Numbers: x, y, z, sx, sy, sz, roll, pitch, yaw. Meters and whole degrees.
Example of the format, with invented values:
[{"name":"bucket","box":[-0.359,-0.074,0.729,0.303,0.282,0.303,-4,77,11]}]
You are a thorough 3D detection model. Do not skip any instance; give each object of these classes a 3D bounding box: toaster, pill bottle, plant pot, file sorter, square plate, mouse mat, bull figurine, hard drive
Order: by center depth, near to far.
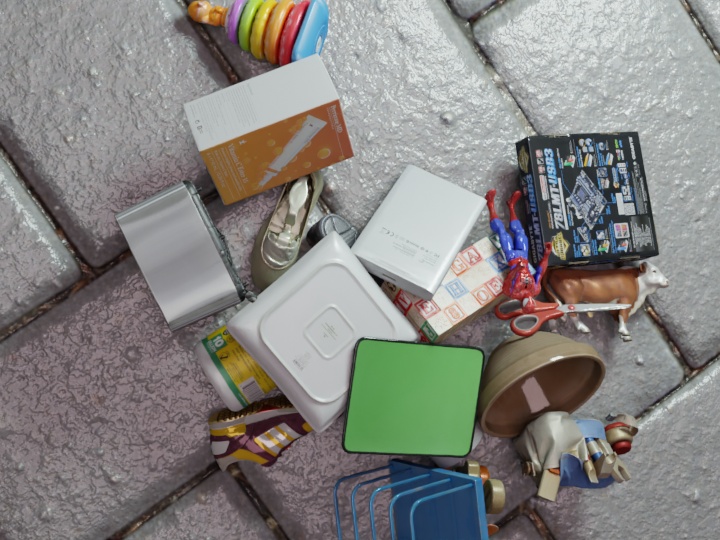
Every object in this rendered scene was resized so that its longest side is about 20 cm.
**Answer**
[{"name":"square plate","box":[-0.043,0.084,1.195,0.198,0.028,0.200,-42,101,-13]},{"name":"toaster","box":[-0.239,-0.016,1.202,0.119,0.200,0.181,-27,95,-13]},{"name":"mouse mat","box":[0.075,0.177,1.222,0.200,0.008,0.161,7,93,-22]},{"name":"file sorter","box":[0.067,0.356,1.234,0.123,0.200,0.139,-8,92,-34]},{"name":"pill bottle","box":[-0.123,0.100,1.256,0.200,0.113,0.113,-32,95,-7]},{"name":"hard drive","box":[0.084,-0.059,1.274,0.132,0.027,0.200,26,54,10]},{"name":"pill bottle","box":[0.085,0.187,1.298,0.113,0.113,0.200,-41,96,-7]},{"name":"plant pot","box":[0.251,0.154,1.313,0.201,0.201,0.093,-20,53,-9]},{"name":"bull figurine","box":[0.375,0.043,1.364,0.200,0.065,0.122,2,73,-5]}]

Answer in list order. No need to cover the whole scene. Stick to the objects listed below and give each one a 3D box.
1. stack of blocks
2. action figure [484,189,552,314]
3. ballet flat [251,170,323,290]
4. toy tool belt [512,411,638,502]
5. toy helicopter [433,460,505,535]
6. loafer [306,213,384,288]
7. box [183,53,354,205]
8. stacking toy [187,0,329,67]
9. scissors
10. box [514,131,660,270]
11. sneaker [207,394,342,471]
[{"name":"stack of blocks","box":[0.142,0.016,1.293,0.200,0.059,0.115,-29,72,-28]},{"name":"action figure","box":[0.229,-0.039,1.260,0.065,0.099,0.200,1,62,-15]},{"name":"ballet flat","box":[-0.108,-0.065,1.289,0.069,0.069,0.200,20,87,-9]},{"name":"toy tool belt","box":[0.335,0.289,1.326,0.200,0.125,0.123,5,50,-21]},{"name":"toy helicopter","box":[0.160,0.337,1.266,0.079,0.200,0.132,9,71,-9]},{"name":"loafer","box":[0.000,0.000,1.318,0.200,0.063,0.072,47,54,-12]},{"name":"box","box":[-0.124,-0.194,1.233,0.200,0.124,0.098,-22,56,-2]},{"name":"stacking toy","box":[-0.153,-0.351,1.275,0.200,0.116,0.110,17,79,5]},{"name":"scissors","box":[0.297,0.053,1.313,0.200,0.073,0.014,-14,131,-14]},{"name":"box","box":[0.343,-0.108,1.344,0.198,0.050,0.200,-6,83,-18]},{"name":"sneaker","box":[-0.117,0.235,1.291,0.200,0.075,0.090,-9,100,-3]}]
